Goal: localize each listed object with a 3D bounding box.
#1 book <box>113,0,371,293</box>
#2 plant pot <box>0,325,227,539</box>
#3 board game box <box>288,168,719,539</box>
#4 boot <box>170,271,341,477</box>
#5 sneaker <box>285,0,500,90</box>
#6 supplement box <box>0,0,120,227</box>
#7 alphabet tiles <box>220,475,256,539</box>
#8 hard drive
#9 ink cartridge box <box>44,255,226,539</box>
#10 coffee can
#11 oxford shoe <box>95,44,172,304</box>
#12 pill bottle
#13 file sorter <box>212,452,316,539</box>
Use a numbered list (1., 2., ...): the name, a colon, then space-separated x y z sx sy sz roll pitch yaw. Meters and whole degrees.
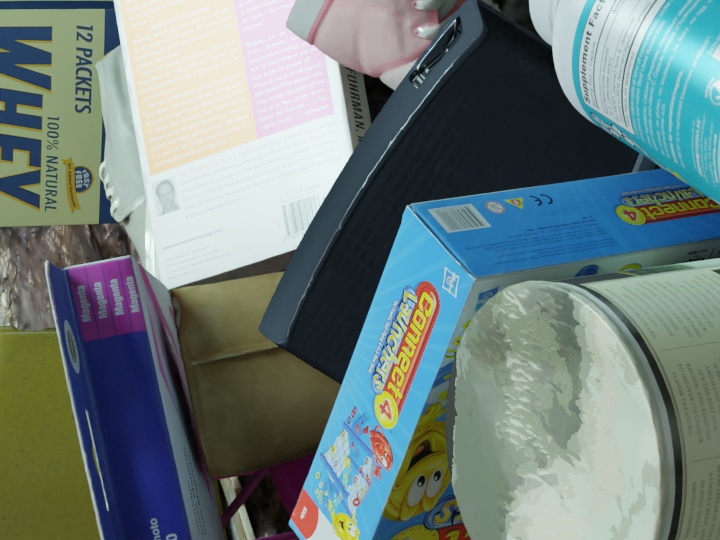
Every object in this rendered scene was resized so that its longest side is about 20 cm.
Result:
1. book: -0.061 -0.099 1.584 0.133 0.048 0.201 -17 73 30
2. plant pot: -0.207 0.135 1.834 0.195 0.194 0.201 -6 85 55
3. board game box: 0.085 0.050 1.377 0.056 0.199 0.196 49 134 36
4. boot: 0.000 0.000 1.487 0.066 0.199 0.176 92 166 -83
5. sneaker: 0.034 -0.155 1.458 0.104 0.075 0.200 35 149 4
6. supplement box: -0.255 -0.114 1.798 0.200 0.199 0.135 -141 51 -66
7. alphabet tiles: -0.090 0.087 1.734 0.167 0.006 0.201 93 160 -72
8. hard drive: 0.051 -0.017 1.426 0.200 0.135 0.042 -57 6 11
9. ink cartridge box: -0.105 0.095 1.468 0.200 0.043 0.197 65 -167 -84
10. coffee can: 0.159 0.066 1.271 0.146 0.199 0.147 13 107 53
11. oxford shoe: -0.119 -0.048 1.662 0.058 0.075 0.201 -17 59 16
12. pill bottle: 0.162 -0.095 1.316 0.200 0.110 0.111 39 126 46
13. file sorter: 0.005 0.154 1.566 0.126 0.139 0.201 -55 53 46
